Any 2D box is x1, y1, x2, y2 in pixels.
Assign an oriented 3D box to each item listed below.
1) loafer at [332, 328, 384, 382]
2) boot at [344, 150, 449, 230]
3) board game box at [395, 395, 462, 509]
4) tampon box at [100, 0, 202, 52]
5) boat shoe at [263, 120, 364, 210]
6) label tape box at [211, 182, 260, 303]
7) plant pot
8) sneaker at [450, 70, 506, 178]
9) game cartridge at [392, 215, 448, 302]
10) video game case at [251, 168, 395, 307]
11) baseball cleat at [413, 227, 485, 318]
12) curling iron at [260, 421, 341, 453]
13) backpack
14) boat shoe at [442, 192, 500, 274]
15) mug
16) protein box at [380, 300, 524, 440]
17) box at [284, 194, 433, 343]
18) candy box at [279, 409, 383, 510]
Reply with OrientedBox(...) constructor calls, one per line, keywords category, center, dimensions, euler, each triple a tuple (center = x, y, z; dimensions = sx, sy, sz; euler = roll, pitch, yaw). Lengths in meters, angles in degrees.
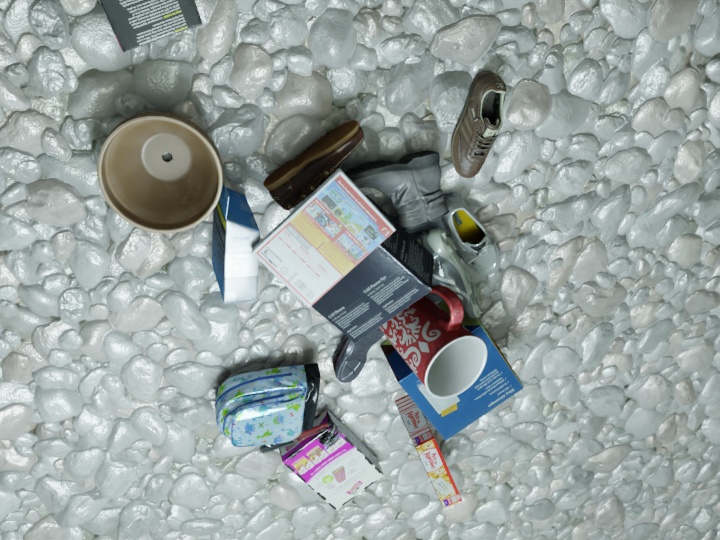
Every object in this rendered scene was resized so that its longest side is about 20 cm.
OrientedBox(category="loafer", center=(-0.002, 0.125, 1.756), dimensions=(0.071, 0.063, 0.201), euler=(16, 112, -36))
OrientedBox(category="boot", center=(0.062, -0.132, 1.603), dimensions=(0.198, 0.070, 0.133), euler=(-12, 107, -8))
OrientedBox(category="board game box", center=(0.144, 0.382, 1.895), dimensions=(0.046, 0.152, 0.201), euler=(-25, 124, -1))
OrientedBox(category="tampon box", center=(-0.324, -0.443, 1.276), dimensions=(0.125, 0.150, 0.201), euler=(-20, 123, -5))
OrientedBox(category="boat shoe", center=(-0.071, -0.181, 1.553), dimensions=(0.199, 0.071, 0.070), euler=(-33, 116, 14))
OrientedBox(category="label tape box", center=(-0.213, -0.066, 1.531), dimensions=(0.066, 0.144, 0.201), euler=(-2, 120, -18))
OrientedBox(category="plant pot", center=(-0.321, -0.170, 1.461), dimensions=(0.199, 0.093, 0.202), euler=(-2, 117, -3))
OrientedBox(category="sneaker", center=(0.211, -0.250, 1.592), dimensions=(0.070, 0.076, 0.201), euler=(0, 119, -16))
OrientedBox(category="game cartridge", center=(0.109, -0.022, 1.719), dimensions=(0.132, 0.041, 0.201), euler=(-12, 122, -5))
OrientedBox(category="video game case", center=(-0.060, -0.051, 1.478), dimensions=(0.200, 0.017, 0.143), euler=(-41, 112, 9))
OrientedBox(category="baseball cleat", center=(0.155, 0.013, 1.691), dimensions=(0.106, 0.070, 0.201), euler=(-21, 110, 19))
OrientedBox(category="curling iron", center=(-0.126, 0.346, 1.822), dimensions=(0.199, 0.050, 0.026), euler=(-17, 137, 28))
OrientedBox(category="backpack", center=(-0.185, 0.265, 1.746), dimensions=(0.198, 0.154, 0.164), euler=(7, 133, -7))
OrientedBox(category="boat shoe", center=(0.220, -0.055, 1.702), dimensions=(0.074, 0.086, 0.203), euler=(-31, 123, 3))
OrientedBox(category="mug", center=(0.135, 0.107, 1.651), dimensions=(0.133, 0.200, 0.178), euler=(21, 106, -40))
OrientedBox(category="protein box", center=(0.185, 0.193, 1.806), dimensions=(0.198, 0.135, 0.200), euler=(-35, 123, 5))
OrientedBox(category="box", center=(0.000, 0.000, 1.608), dimensions=(0.200, 0.104, 0.182), euler=(-36, 116, 30))
OrientedBox(category="candy box", center=(-0.061, 0.404, 1.899), dimensions=(0.136, 0.061, 0.200), euler=(-36, 122, 6))
